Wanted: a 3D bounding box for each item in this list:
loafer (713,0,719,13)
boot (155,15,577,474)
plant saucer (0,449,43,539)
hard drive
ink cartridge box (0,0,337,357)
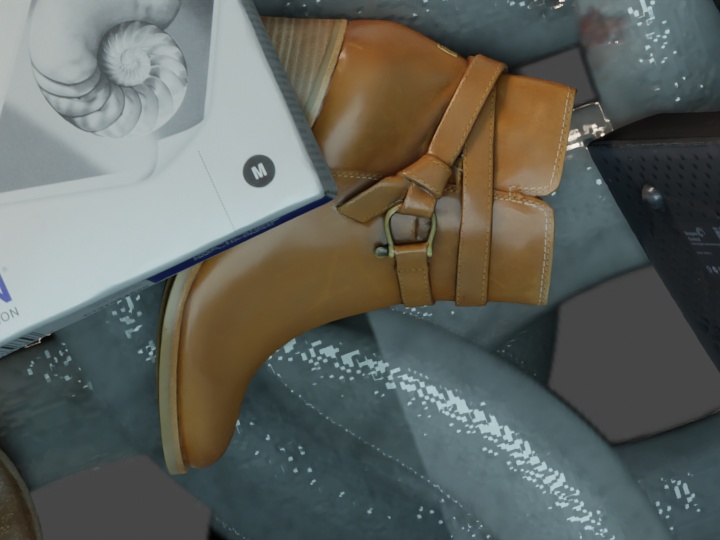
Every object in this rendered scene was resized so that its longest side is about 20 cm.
[{"bbox_3d":[0.194,-0.078,1.103,0.063,0.072,0.200,-28,104,2],"label":"loafer"},{"bbox_3d":[0.000,0.000,1.112,0.154,0.074,0.201,11,105,-4],"label":"boot"},{"bbox_3d":[-0.204,0.156,1.114,0.037,0.200,0.201,11,111,32],"label":"plant saucer"},{"bbox_3d":[0.184,0.019,1.104,0.042,0.135,0.200,-41,109,-21],"label":"hard drive"},{"bbox_3d":[-0.137,-0.078,1.065,0.199,0.041,0.201,-26,86,6],"label":"ink cartridge box"}]
